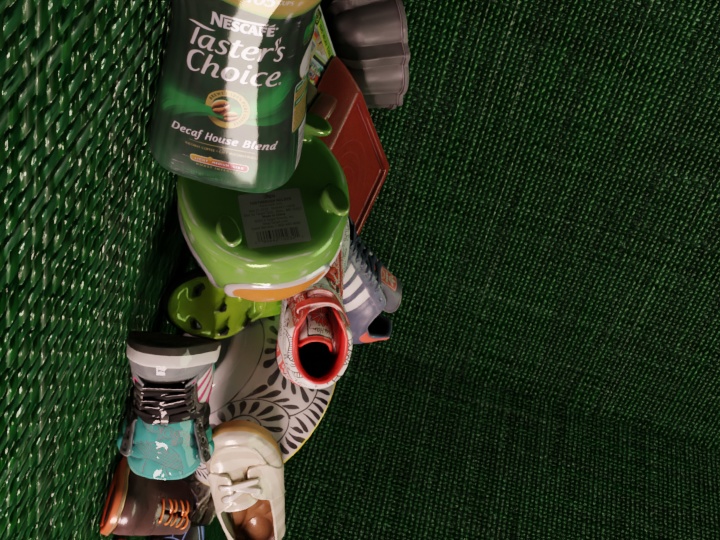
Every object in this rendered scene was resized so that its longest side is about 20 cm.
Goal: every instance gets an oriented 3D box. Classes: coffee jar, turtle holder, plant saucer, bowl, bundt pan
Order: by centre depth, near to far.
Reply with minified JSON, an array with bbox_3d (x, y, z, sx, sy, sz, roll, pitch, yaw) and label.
[{"bbox_3d":[-0.075,-0.150,0.733,0.085,0.104,0.200,-77,-179,-46],"label":"coffee jar"},{"bbox_3d":[-0.093,-0.058,0.959,0.141,0.186,0.132,-37,160,-26],"label":"turtle holder"},{"bbox_3d":[-0.128,0.103,1.148,0.094,0.200,0.201,45,47,-36],"label":"bowl"},{"bbox_3d":[-0.029,-0.088,1.227,0.201,0.037,0.200,-66,158,-20],"label":"plant saucer"},{"bbox_3d":[-0.015,-0.270,1.282,0.202,0.075,0.203,167,-90,-77],"label":"bundt pan"}]

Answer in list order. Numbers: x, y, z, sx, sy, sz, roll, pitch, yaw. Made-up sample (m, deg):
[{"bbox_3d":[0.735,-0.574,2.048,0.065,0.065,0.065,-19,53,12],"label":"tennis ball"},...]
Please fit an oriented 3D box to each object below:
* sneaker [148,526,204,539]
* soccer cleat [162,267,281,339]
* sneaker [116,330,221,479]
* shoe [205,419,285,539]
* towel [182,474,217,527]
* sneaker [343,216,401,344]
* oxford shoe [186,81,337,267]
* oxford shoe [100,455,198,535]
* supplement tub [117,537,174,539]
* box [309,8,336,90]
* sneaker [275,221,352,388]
[{"bbox_3d":[-0.229,0.364,1.338,0.078,0.070,0.201,126,-18,-73],"label":"sneaker"},{"bbox_3d":[-0.126,0.021,1.099,0.200,0.081,0.068,-10,110,-56],"label":"soccer cleat"},{"bbox_3d":[-0.161,0.113,0.960,0.200,0.083,0.121,109,-12,-86],"label":"sneaker"},{"bbox_3d":[-0.099,0.212,1.074,0.200,0.070,0.053,83,-7,-45],"label":"shoe"},{"bbox_3d":[-0.169,0.180,1.249,0.132,0.034,0.201,-20,-134,49],"label":"towel"},{"bbox_3d":[0.000,0.000,1.175,0.200,0.084,0.075,86,9,-49],"label":"sneaker"},{"bbox_3d":[-0.107,-0.096,1.072,0.200,0.075,0.070,-54,-174,-5],"label":"oxford shoe"},{"bbox_3d":[-0.187,0.208,1.058,0.200,0.072,0.071,89,18,-86],"label":"oxford shoe"},{"bbox_3d":[-0.157,0.337,1.138,0.123,0.199,0.123,16,90,-90],"label":"supplement tub"},{"bbox_3d":[-0.058,-0.171,1.190,0.110,0.035,0.200,-64,157,-23],"label":"box"},{"bbox_3d":[-0.037,0.006,1.039,0.108,0.067,0.202,-164,-101,-76],"label":"sneaker"}]
